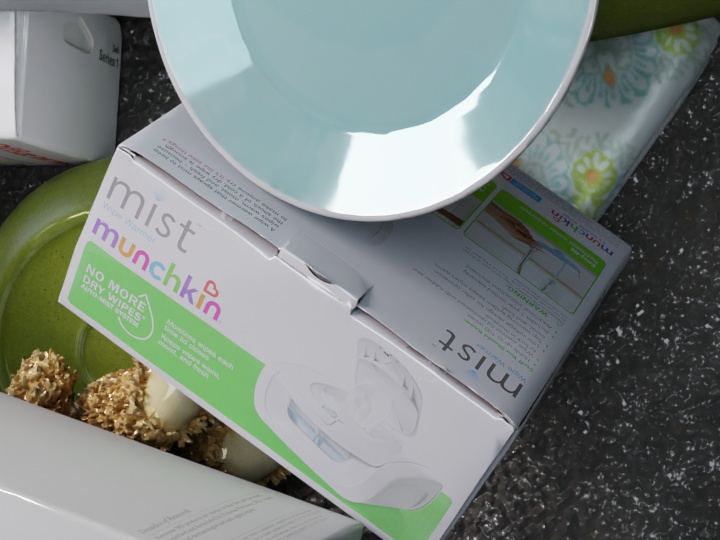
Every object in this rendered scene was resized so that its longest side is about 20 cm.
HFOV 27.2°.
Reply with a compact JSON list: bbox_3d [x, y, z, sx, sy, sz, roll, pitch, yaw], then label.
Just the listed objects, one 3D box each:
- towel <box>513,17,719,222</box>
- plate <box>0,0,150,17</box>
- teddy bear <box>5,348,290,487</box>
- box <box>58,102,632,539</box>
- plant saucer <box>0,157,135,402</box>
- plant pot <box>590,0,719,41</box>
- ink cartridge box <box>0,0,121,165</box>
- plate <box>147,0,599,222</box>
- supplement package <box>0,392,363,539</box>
[{"bbox_3d":[0.066,-0.092,0.774,0.170,0.048,0.201,36,95,10],"label":"towel"},{"bbox_3d":[-0.113,-0.211,0.660,0.196,0.032,0.203,1,108,-13],"label":"plate"},{"bbox_3d":[-0.119,0.090,0.734,0.143,0.067,0.200,20,137,-24],"label":"teddy bear"},{"bbox_3d":[0.000,0.000,0.674,0.199,0.177,0.097,35,126,6],"label":"box"},{"bbox_3d":[-0.121,0.042,0.794,0.197,0.031,0.203,2,99,10],"label":"plant saucer"},{"bbox_3d":[0.064,-0.171,0.634,0.198,0.187,0.190,-19,85,13],"label":"plant pot"},{"bbox_3d":[-0.241,-0.101,0.781,0.197,0.145,0.085,1,89,10],"label":"ink cartridge box"},{"bbox_3d":[0.003,-0.121,0.576,0.198,0.025,0.203,6,102,27],"label":"plate"},{"bbox_3d":[-0.119,0.137,0.608,0.198,0.120,0.123,17,98,20],"label":"supplement package"}]
